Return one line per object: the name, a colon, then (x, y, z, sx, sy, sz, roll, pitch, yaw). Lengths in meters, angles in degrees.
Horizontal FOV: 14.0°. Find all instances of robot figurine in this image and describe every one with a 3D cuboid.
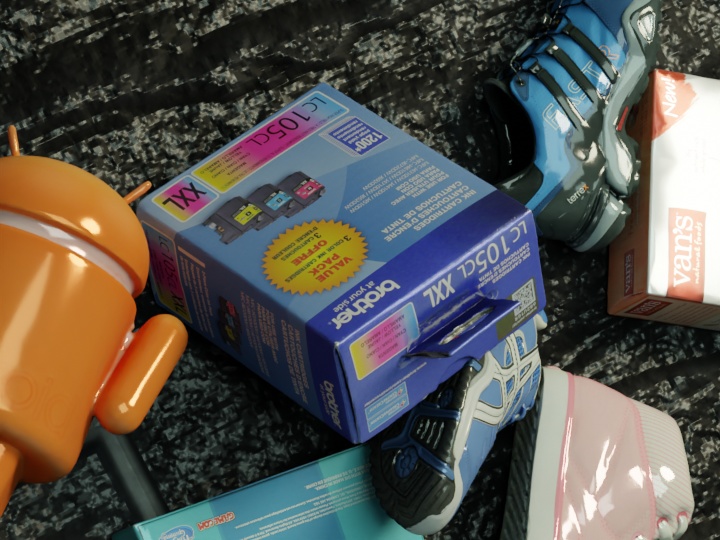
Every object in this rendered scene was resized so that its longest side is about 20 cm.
robot figurine: (-0.175, 0.029, 1.478, 0.117, 0.144, 0.200, 43, 60, -47)

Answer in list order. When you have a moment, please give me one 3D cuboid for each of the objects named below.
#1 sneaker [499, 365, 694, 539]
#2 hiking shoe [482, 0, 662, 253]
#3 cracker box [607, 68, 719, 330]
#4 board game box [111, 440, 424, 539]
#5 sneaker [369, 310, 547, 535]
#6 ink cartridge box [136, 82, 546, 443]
sneaker: (0.127, 0.156, 1.585, 0.105, 0.075, 0.200, 16, 68, -12)
hiking shoe: (0.115, -0.113, 1.645, 0.087, 0.074, 0.200, 11, 74, -19)
cracker box: (0.243, -0.031, 1.684, 0.200, 0.058, 0.134, 8, 74, -19)
board game box: (-0.024, 0.205, 1.531, 0.151, 0.047, 0.200, -18, 85, -24)
sneaker: (0.060, 0.063, 1.557, 0.077, 0.076, 0.200, 42, 43, -25)
ink cartridge box: (0.000, 0.000, 1.511, 0.136, 0.076, 0.200, -35, 48, -24)
